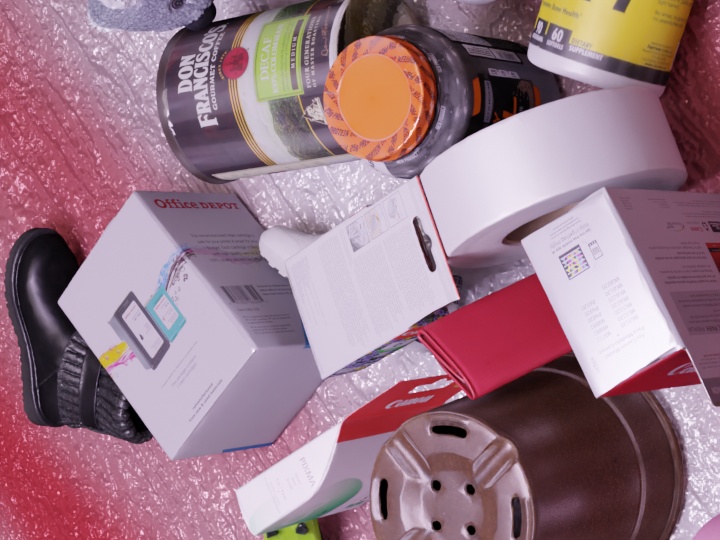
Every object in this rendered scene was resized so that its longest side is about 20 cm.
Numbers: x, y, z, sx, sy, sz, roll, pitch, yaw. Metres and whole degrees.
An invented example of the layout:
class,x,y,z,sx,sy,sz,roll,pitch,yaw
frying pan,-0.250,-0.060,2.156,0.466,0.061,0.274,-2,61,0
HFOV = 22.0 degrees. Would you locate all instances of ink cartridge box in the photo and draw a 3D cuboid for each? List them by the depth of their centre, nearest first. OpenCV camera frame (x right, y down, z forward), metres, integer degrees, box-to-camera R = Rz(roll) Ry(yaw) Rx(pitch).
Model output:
class,x,y,z,sx,sy,sz,roll,pitch,yaw
ink cartridge box,0.234,0.034,1.380,0.084,0.200,0.176,-34,71,31
ink cartridge box,0.021,0.005,1.507,0.200,0.050,0.109,-32,73,49
ink cartridge box,0.014,0.151,1.564,0.200,0.161,0.050,-33,74,31
ink cartridge box,-0.142,0.046,1.684,0.200,0.147,0.146,51,118,25

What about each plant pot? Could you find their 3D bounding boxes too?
class,x,y,z,sx,sy,sz,roll,pitch,yaw
plant pot,0.123,0.172,1.458,0.200,0.198,0.201,4,97,34

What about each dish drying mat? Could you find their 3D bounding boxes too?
class,x,y,z,sx,sy,sz,roll,pitch,yaw
dish drying mat,0.143,0.038,1.458,0.077,0.200,0.018,46,144,30

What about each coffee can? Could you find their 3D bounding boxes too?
class,x,y,z,sx,sy,sz,roll,pitch,yaw
coffee can,-0.057,-0.160,1.620,0.200,0.146,0.147,-7,87,35

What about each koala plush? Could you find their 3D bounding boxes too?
class,x,y,z,sx,sy,sz,roll,pitch,yaw
koala plush,-0.157,-0.281,1.596,0.200,0.177,0.184,-40,99,-7

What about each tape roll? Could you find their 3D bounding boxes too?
class,x,y,z,sx,sy,sz,roll,pitch,yaw
tape roll,0.149,-0.070,1.441,0.202,0.202,0.071,-27,77,33

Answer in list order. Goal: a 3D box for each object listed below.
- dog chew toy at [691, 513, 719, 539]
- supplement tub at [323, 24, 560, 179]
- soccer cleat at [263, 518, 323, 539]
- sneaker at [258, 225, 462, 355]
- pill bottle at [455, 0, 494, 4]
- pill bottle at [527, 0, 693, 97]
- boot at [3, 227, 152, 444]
class,x,y,z,sx,sy,sz,roll,pitch,yaw
dog chew toy,0.340,0.221,1.361,0.200,0.124,0.125,-21,78,26
supplement tub,0.066,-0.134,1.498,0.122,0.200,0.123,1,92,36
soccer cleat,-0.052,0.286,1.677,0.067,0.081,0.200,-2,111,6
sneaker,0.000,0.000,1.634,0.200,0.076,0.081,29,100,24
pill bottle,0.070,-0.282,1.519,0.200,0.109,0.109,30,109,51
pill bottle,0.211,-0.244,1.447,0.114,0.114,0.200,24,104,33
boot,-0.263,0.061,1.809,0.158,0.079,0.212,0,101,42
